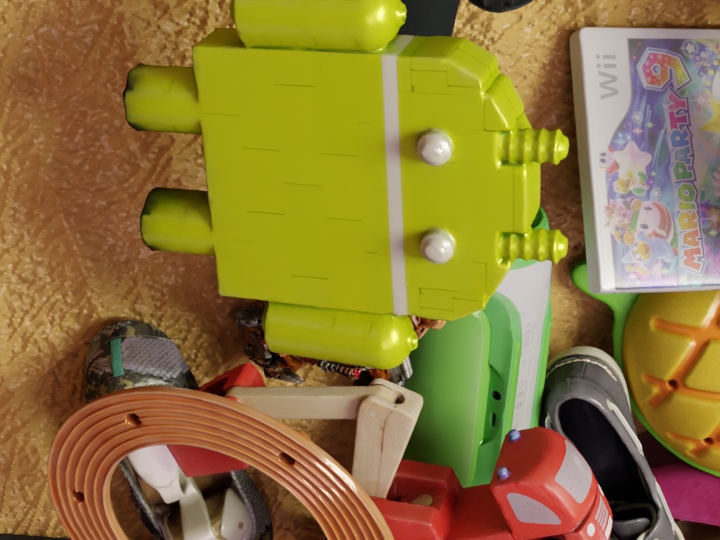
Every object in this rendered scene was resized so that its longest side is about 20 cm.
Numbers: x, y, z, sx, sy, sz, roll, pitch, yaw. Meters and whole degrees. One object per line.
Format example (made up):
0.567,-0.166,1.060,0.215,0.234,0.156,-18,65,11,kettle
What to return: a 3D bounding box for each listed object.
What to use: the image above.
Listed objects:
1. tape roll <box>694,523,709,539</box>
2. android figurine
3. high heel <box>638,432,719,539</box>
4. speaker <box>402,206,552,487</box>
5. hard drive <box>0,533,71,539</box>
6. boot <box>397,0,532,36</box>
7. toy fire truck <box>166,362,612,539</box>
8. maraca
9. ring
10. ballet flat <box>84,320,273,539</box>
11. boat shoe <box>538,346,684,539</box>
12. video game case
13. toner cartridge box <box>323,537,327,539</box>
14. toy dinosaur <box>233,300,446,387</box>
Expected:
0.301,0.221,0.863,0.200,0.200,0.066,6,116,-18,tape roll
-0.007,-0.041,0.599,0.200,0.041,0.182,8,118,18,android figurine
0.134,0.168,0.850,0.200,0.096,0.067,-28,122,1,high heel
0.059,0.056,0.776,0.088,0.088,0.200,-4,119,-13,speaker
-0.226,0.222,0.818,0.200,0.038,0.140,9,115,-20,hard drive
0.032,-0.144,0.612,0.076,0.168,0.200,-3,119,-14,boot
0.015,0.103,0.708,0.200,0.049,0.141,-16,117,28,toy fire truck
0.209,0.036,0.797,0.137,0.107,0.200,-31,101,18,maraca
-0.072,0.135,0.720,0.200,0.019,0.201,13,130,15,ring
-0.103,0.122,0.778,0.072,0.072,0.201,-24,122,-1,ballet flat
0.146,0.146,0.795,0.073,0.063,0.200,-15,101,15,boat shoe
0.215,-0.062,0.749,0.200,0.018,0.144,-2,84,-14,video game case
0.068,0.211,0.814,0.200,0.095,0.043,26,75,0,toner cartridge box
0.000,0.000,0.701,0.200,0.102,0.136,-26,104,27,toy dinosaur
